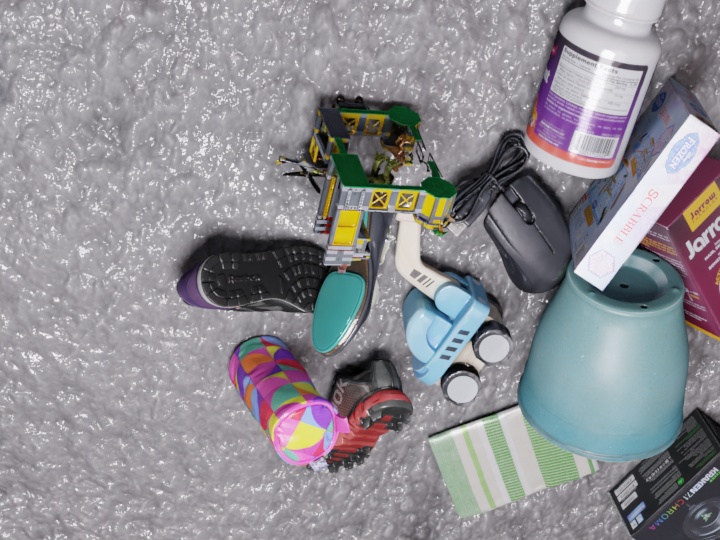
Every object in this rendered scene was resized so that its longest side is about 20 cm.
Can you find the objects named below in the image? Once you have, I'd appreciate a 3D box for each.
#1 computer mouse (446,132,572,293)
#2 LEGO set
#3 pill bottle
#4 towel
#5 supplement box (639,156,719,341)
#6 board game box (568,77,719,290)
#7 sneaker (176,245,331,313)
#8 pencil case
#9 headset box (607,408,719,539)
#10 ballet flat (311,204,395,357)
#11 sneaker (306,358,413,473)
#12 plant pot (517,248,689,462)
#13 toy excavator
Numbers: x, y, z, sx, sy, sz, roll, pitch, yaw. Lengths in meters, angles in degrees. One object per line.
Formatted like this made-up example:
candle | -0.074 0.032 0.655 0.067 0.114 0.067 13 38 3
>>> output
computer mouse | 0.188 -0.043 1.505 0.139 0.053 0.200 -48 126 -11
LEGO set | 0.010 -0.080 1.388 0.152 0.201 0.117 -4 131 -25
pill bottle | 0.252 -0.210 1.402 0.110 0.112 0.202 7 119 -16
towel | 0.201 0.237 1.718 0.198 0.023 0.154 -20 122 2
supplement box | 0.401 -0.028 1.543 0.110 0.086 0.201 -43 123 -10
board game box | 0.299 -0.097 1.425 0.041 0.200 0.200 32 110 -5
sneaker | -0.112 0.013 1.495 0.198 0.087 0.077 5 79 -35
pencil case | -0.085 0.145 1.495 0.087 0.200 0.089 -9 114 -20
headset box | 0.469 0.312 1.779 0.199 0.093 0.174 34 110 -28
ballet flat | 0.000 0.000 1.475 0.072 0.073 0.202 12 90 -19
sneaker | -0.010 0.174 1.607 0.070 0.099 0.200 11 142 -31
plant pot | 0.291 0.082 1.529 0.198 0.201 0.190 -3 125 -10
toy excavator | 0.087 0.030 1.532 0.199 0.100 0.195 29 110 -17
